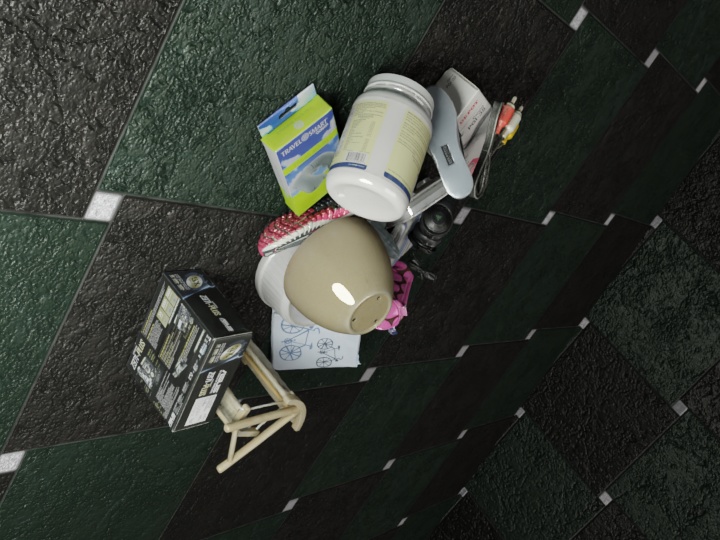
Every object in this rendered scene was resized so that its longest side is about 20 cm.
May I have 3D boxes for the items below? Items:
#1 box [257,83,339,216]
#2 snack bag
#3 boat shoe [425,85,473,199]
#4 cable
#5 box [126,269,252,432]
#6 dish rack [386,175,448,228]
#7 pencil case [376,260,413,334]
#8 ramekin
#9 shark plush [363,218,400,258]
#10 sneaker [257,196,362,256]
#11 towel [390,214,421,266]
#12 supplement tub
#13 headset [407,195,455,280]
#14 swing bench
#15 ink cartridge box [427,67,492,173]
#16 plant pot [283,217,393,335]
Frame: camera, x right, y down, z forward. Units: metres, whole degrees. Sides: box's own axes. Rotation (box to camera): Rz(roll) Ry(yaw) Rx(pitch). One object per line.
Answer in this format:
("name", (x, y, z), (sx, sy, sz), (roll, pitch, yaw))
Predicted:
("box", (-0.089, -0.193, 1.286), (0.121, 0.048, 0.201), (-40, 152, -14))
("snack bag", (-0.090, 0.141, 1.630), (0.194, 0.022, 0.191), (-1, 136, -8))
("boat shoe", (0.154, -0.227, 1.401), (0.072, 0.203, 0.068), (-23, -177, 7))
("cable", (0.255, -0.236, 1.484), (0.204, 0.049, 0.097), (-68, 154, -13))
("box", (-0.286, 0.131, 1.298), (0.085, 0.164, 0.203), (-5, 131, -50))
("dish rack", (0.116, -0.145, 1.546), (0.170, 0.044, 0.200), (-35, -175, -15))
("pencil case", (0.064, 0.048, 1.666), (0.091, 0.201, 0.093), (-15, 114, 17))
("ramekin", (-0.092, 0.014, 1.467), (0.199, 0.095, 0.205), (-26, 142, -22))
("shark plush", (0.009, -0.109, 1.451), (0.090, 0.083, 0.203), (-32, 118, -17))
("sneaker", (-0.084, -0.065, 1.368), (0.196, 0.081, 0.076), (-21, 118, -12))
("towel", (0.097, -0.077, 1.650), (0.200, 0.024, 0.149), (-42, 163, -52))
("supplement tub", (0.036, -0.201, 1.285), (0.145, 0.142, 0.204), (56, 51, -62))
("headset", (0.149, -0.071, 1.563), (0.201, 0.093, 0.124), (-55, 178, -36))
("swing bench", (-0.226, 0.224, 1.460), (0.197, 0.199, 0.132), (-22, 144, -38))
("ink cartridge box", (0.189, -0.276, 1.528), (0.147, 0.083, 0.199), (-51, 152, 8))
("plant pot", (-0.018, 0.031, 1.356), (0.197, 0.135, 0.203), (-24, 140, -22))
